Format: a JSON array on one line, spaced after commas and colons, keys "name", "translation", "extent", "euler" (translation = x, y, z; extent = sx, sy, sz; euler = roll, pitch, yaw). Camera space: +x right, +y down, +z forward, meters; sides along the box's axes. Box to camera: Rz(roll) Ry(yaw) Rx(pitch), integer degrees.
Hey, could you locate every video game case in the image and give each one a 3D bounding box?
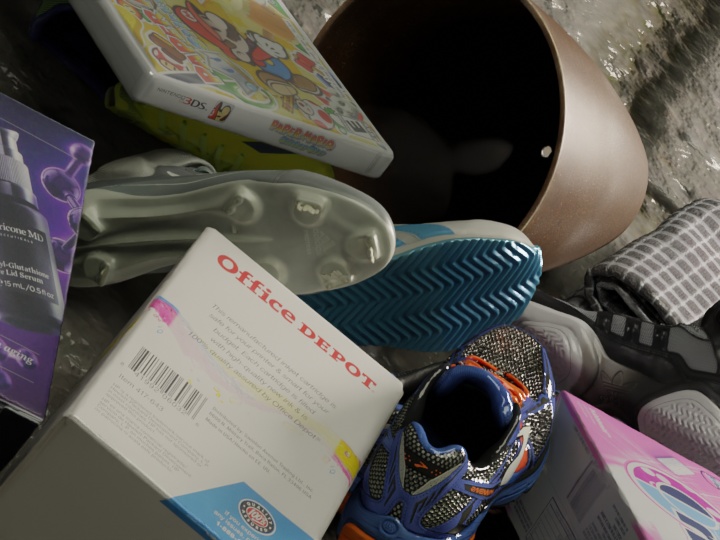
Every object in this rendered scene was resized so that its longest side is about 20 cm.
[{"name": "video game case", "translation": [-0.091, -0.138, 1.397], "extent": [0.181, 0.023, 0.200], "euler": [16, 30, -43]}]

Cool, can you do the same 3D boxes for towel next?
[{"name": "towel", "translation": [0.235, 0.057, 1.570], "extent": [0.200, 0.086, 0.165], "euler": [49, 36, 8]}]

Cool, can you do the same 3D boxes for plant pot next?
[{"name": "plant pot", "translation": [0.087, -0.072, 1.501], "extent": [0.200, 0.187, 0.187], "euler": [12, 43, -56]}]

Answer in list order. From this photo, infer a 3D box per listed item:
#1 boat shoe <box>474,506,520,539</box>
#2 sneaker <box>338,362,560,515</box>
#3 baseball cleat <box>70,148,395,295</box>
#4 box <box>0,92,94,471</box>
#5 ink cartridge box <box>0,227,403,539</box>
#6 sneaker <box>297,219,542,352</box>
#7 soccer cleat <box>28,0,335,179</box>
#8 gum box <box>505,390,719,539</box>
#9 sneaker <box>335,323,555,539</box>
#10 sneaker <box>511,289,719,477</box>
[{"name": "boat shoe", "translation": [0.084, 0.156, 1.336], "extent": [0.199, 0.065, 0.072], "euler": [10, 45, -39]}, {"name": "sneaker", "translation": [0.056, 0.088, 1.354], "extent": [0.199, 0.078, 0.076], "euler": [-5, 56, -47]}, {"name": "baseball cleat", "translation": [-0.073, -0.035, 1.300], "extent": [0.199, 0.070, 0.107], "euler": [2, 28, 13]}, {"name": "box", "translation": [-0.220, 0.000, 1.168], "extent": [0.148, 0.104, 0.201], "euler": [26, 39, -21]}, {"name": "ink cartridge box", "translation": [-0.081, 0.090, 1.191], "extent": [0.128, 0.125, 0.200], "euler": [40, 35, -4]}, {"name": "sneaker", "translation": [0.000, 0.000, 1.351], "extent": [0.199, 0.077, 0.081], "euler": [-7, 36, -14]}, {"name": "soccer cleat", "translation": [-0.103, -0.091, 1.414], "extent": [0.200, 0.065, 0.084], "euler": [40, 38, 2]}, {"name": "gum box", "translation": [0.148, 0.148, 1.230], "extent": [0.113, 0.066, 0.200], "euler": [29, 14, -18]}, {"name": "sneaker", "translation": [0.055, 0.075, 1.213], "extent": [0.075, 0.079, 0.200], "euler": [26, 31, 6]}, {"name": "sneaker", "translation": [0.172, 0.048, 1.460], "extent": [0.114, 0.076, 0.200], "euler": [-38, 53, -26]}]
